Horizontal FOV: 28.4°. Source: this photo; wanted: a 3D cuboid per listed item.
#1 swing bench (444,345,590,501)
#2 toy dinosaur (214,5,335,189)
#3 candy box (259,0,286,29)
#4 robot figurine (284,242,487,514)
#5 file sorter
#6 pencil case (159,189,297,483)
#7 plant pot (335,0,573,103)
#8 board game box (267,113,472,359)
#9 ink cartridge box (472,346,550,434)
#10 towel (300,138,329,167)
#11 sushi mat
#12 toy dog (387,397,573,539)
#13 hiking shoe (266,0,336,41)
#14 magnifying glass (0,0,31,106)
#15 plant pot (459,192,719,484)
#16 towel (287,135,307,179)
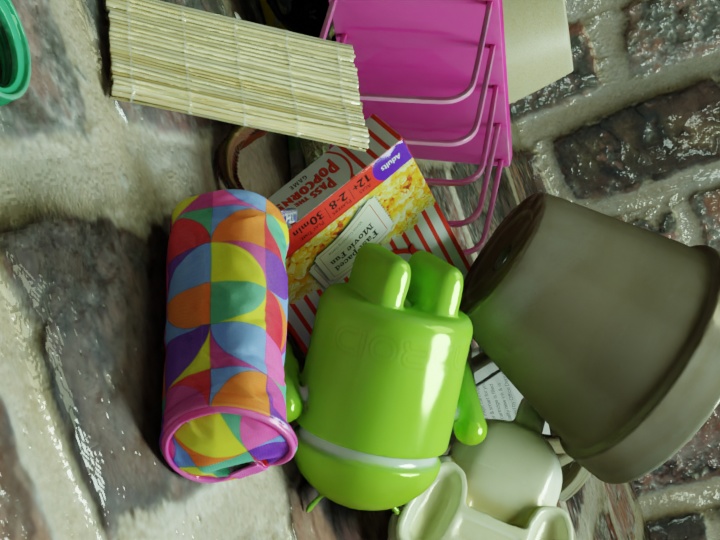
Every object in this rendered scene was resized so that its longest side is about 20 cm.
[{"bbox_3d":[0.125,0.118,1.336,0.199,0.199,0.130,-90,157,-51],"label":"swing bench"},{"bbox_3d":[-0.090,-0.149,1.179,0.181,0.105,0.201,49,59,-78],"label":"toy dinosaur"},{"bbox_3d":[-0.065,-0.271,1.448,0.200,0.026,0.103,-16,88,-76],"label":"candy box"},{"bbox_3d":[0.015,0.084,1.041,0.116,0.175,0.201,-148,-111,-64],"label":"robot figurine"},{"bbox_3d":[0.041,-0.118,1.154,0.200,0.138,0.126,78,22,-52],"label":"file sorter"},{"bbox_3d":[-0.081,0.037,0.891,0.200,0.088,0.088,-92,159,-44],"label":"pencil case"},{"bbox_3d":[0.091,-0.213,1.307,0.187,0.199,0.188,-7,90,-80],"label":"plant pot"},{"bbox_3d":[0.000,0.000,1.103,0.046,0.151,0.200,44,-9,45],"label":"board game box"},{"bbox_3d":[0.171,0.141,1.489,0.084,0.199,0.146,0,73,-78],"label":"ink cartridge box"},{"bbox_3d":[-0.009,-0.099,1.336,0.200,0.036,0.149,50,24,-50],"label":"towel"},{"bbox_3d":[-0.083,-0.140,0.992,0.199,0.012,0.096,9,53,-29],"label":"sushi mat"},{"bbox_3d":[0.084,0.206,1.183,0.200,0.139,0.194,116,-12,-63],"label":"toy dog"},{"bbox_3d":[-0.066,-0.278,1.279,0.200,0.076,0.101,53,2,-25],"label":"hiking shoe"},{"bbox_3d":[-0.211,-0.112,0.698,0.200,0.022,0.080,-54,125,-72],"label":"magnifying glass"},{"bbox_3d":[0.174,0.035,1.095,0.173,0.200,0.200,33,24,-9],"label":"plant pot"},{"bbox_3d":[-0.020,-0.027,1.309,0.149,0.031,0.201,53,23,-54],"label":"towel"}]
